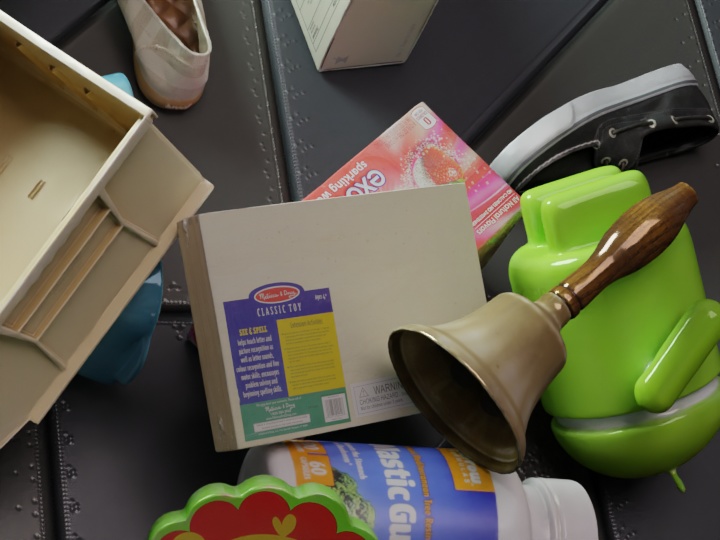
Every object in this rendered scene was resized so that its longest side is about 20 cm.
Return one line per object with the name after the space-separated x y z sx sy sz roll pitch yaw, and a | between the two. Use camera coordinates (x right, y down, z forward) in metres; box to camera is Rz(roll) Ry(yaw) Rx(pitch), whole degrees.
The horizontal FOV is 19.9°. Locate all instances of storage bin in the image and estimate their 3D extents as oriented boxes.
-0.223 -0.036 1.153 0.200 0.094 0.199 34 84 30 | storage bin

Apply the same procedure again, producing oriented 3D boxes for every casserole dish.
-0.164 -0.027 1.230 0.039 0.121 0.201 4 58 -28 | casserole dish

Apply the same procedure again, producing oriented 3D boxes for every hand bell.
0.121 0.013 1.178 0.200 0.104 0.104 -41 78 -21 | hand bell

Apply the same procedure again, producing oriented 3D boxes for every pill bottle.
0.032 0.158 1.194 0.199 0.112 0.113 4 58 -17 | pill bottle

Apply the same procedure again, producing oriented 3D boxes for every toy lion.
-0.034 0.213 1.101 0.199 0.069 0.193 19 93 -8 | toy lion

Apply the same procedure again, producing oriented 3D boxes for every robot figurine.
0.161 0.039 1.280 0.115 0.175 0.201 -18 100 -12 | robot figurine

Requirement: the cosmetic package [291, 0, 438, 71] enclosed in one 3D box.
-0.016 -0.252 1.442 0.073 0.104 0.201 -9 64 -25 | cosmetic package

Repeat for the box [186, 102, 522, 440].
0.000 0.000 1.292 0.103 0.095 0.200 44 55 8 | box

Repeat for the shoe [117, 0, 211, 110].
-0.140 -0.204 1.396 0.070 0.053 0.201 -8 62 -24 | shoe

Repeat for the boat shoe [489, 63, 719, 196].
0.174 -0.090 1.432 0.200 0.069 0.057 -25 71 -33 | boat shoe

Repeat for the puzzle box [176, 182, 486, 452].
-0.009 0.023 1.186 0.199 0.025 0.134 -8 87 -38 | puzzle box
